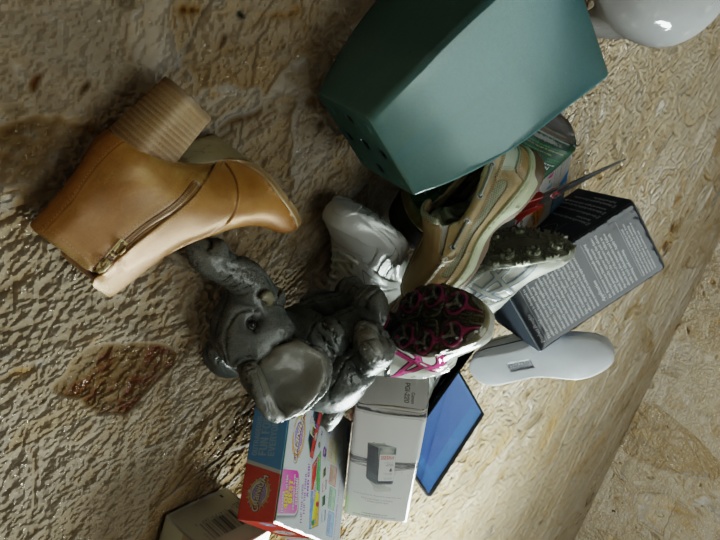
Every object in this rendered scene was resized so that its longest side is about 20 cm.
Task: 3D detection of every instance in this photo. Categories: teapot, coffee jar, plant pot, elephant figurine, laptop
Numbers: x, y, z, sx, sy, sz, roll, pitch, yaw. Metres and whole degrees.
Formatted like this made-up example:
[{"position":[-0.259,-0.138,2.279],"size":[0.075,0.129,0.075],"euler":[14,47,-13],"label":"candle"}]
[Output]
[{"position":[0.331,-0.365,0.930],"size":[0.146,0.197,0.201],"euler":[15,83,-23],"label":"teapot"},{"position":[0.119,-0.095,0.842],"size":[0.104,0.086,0.200],"euler":[19,130,-30],"label":"coffee jar"},{"position":[0.075,-0.172,0.695],"size":[0.200,0.141,0.141],"euler":[-42,129,-9],"label":"plant pot"},{"position":[-0.081,0.064,0.735],"size":[0.199,0.156,0.141],"euler":[1,159,-37],"label":"elephant figurine"},{"position":[0.140,0.214,1.196],"size":[0.177,0.103,0.200],"euler":[-50,175,-32],"label":"laptop"}]

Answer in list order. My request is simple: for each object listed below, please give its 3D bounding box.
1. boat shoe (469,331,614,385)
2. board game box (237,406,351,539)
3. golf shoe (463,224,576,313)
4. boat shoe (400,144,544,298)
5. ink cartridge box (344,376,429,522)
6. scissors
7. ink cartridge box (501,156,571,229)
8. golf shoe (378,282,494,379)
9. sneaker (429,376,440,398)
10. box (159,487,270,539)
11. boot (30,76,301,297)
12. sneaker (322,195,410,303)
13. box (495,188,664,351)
[{"position":[0.244,0.108,1.093],"size":[0.072,0.200,0.066],"euler":[58,38,-20],"label":"boat shoe"},{"position":[-0.064,0.213,0.892],"size":[0.200,0.040,0.154],"euler":[56,36,-59],"label":"board game box"},{"position":[0.155,0.010,0.958],"size":[0.199,0.078,0.098],"euler":[-12,122,-1],"label":"golf shoe"},{"position":[0.085,-0.046,0.775],"size":[0.076,0.072,0.200],"euler":[15,122,-33],"label":"boat shoe"},{"position":[0.032,0.183,0.983],"size":[0.146,0.084,0.200],"euler":[-82,179,-51],"label":"ink cartridge box"},{"position":[0.218,-0.084,0.967],"size":[0.199,0.014,0.073],"euler":[-19,147,-9],"label":"scissors"},{"position":[0.188,-0.090,1.046],"size":[0.200,0.068,0.115],"euler":[-41,147,-29],"label":"ink cartridge box"},{"position":[0.068,0.064,0.787],"size":[0.092,0.200,0.073],"euler":[24,67,-28],"label":"golf shoe"},{"position":[0.086,0.095,1.070],"size":[0.085,0.077,0.200],"euler":[-45,159,-31],"label":"sneaker"},{"position":[-0.177,0.348,0.880],"size":[0.095,0.078,0.201],"euler":[-14,128,-53],"label":"box"},{"position":[-0.137,-0.037,0.601],"size":[0.144,0.071,0.201],"euler":[-50,148,-3],"label":"boot"},{"position":[0.000,0.000,0.833],"size":[0.099,0.078,0.200],"euler":[-50,150,-8],"label":"sneaker"},{"position":[0.265,-0.006,1.077],"size":[0.200,0.148,0.107],"euler":[-33,106,-3],"label":"box"}]
